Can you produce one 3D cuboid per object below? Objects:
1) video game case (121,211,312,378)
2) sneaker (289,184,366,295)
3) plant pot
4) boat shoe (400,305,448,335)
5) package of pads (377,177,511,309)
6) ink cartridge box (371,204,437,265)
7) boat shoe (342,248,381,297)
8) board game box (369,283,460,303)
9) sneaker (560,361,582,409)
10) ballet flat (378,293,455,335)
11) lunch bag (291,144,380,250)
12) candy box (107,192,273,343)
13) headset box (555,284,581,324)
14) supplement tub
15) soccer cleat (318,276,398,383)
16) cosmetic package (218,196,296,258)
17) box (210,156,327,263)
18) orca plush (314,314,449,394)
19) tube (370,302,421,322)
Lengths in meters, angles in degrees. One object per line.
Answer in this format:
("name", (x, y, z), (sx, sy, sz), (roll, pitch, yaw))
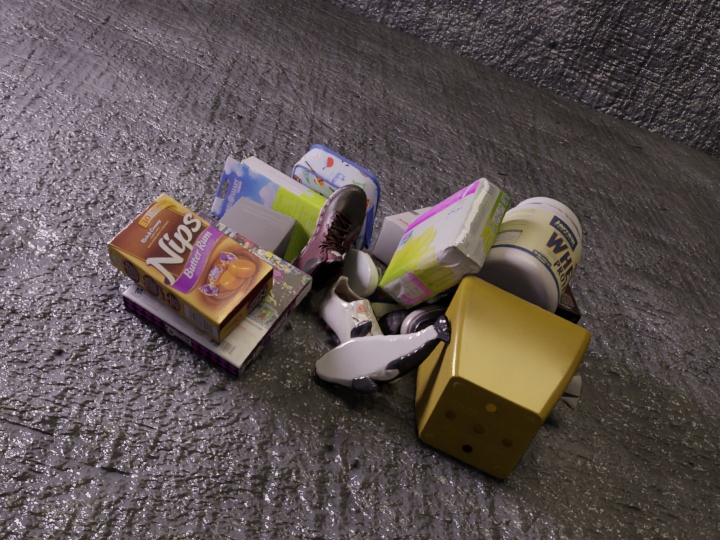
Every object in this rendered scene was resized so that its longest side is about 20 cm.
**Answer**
("video game case", (-0.197, 0.029, 1.405), (0.199, 0.036, 0.182), (30, 57, 12))
("sneaker", (-0.035, -0.041, 1.564), (0.075, 0.201, 0.115), (31, -5, -21))
("plant pot", (0.182, 0.165, 1.406), (0.199, 0.201, 0.177), (25, 38, 3))
("boat shoe", (0.165, 0.099, 1.537), (0.199, 0.075, 0.093), (2, 9, -32))
("package of pads", (0.122, -0.037, 1.515), (0.068, 0.200, 0.155), (39, 53, -15))
("ink cartridge box", (0.137, -0.042, 1.858), (0.146, 0.085, 0.200), (36, 29, 25))
("boat shoe", (0.000, 0.000, 1.635), (0.063, 0.071, 0.200), (16, 8, -22))
("board game box", (0.129, 0.018, 1.660), (0.199, 0.035, 0.135), (-10, 3, 37))
("sneaker", (0.241, 0.183, 1.544), (0.198, 0.089, 0.074), (0, 0, 4))
("ballet flat", (0.122, 0.080, 1.586), (0.199, 0.067, 0.057), (-13, 29, -21))
("lunch bag", (-0.043, -0.110, 1.724), (0.160, 0.200, 0.076), (29, 58, 13))
("candy box", (-0.231, -0.006, 1.369), (0.199, 0.057, 0.117), (33, 59, 16))
("headset box", (0.288, 0.072, 1.699), (0.075, 0.149, 0.200), (20, 27, -11))
("supplement tub", (0.255, -0.012, 1.543), (0.144, 0.145, 0.200), (28, 41, 9))
("soccer cleat", (0.000, 0.089, 1.504), (0.069, 0.078, 0.200), (1, 34, -39))
("cosmetic package", (-0.181, -0.032, 1.574), (0.106, 0.091, 0.200), (24, 29, 3))
("box", (-0.146, -0.100, 1.685), (0.199, 0.122, 0.048), (31, 30, 14))
("orca plush", (0.039, 0.120, 1.414), (0.106, 0.199, 0.071), (63, 7, 34))
("tube", (0.116, 0.084, 1.653), (0.199, 0.052, 0.058), (6, -6, -24))
